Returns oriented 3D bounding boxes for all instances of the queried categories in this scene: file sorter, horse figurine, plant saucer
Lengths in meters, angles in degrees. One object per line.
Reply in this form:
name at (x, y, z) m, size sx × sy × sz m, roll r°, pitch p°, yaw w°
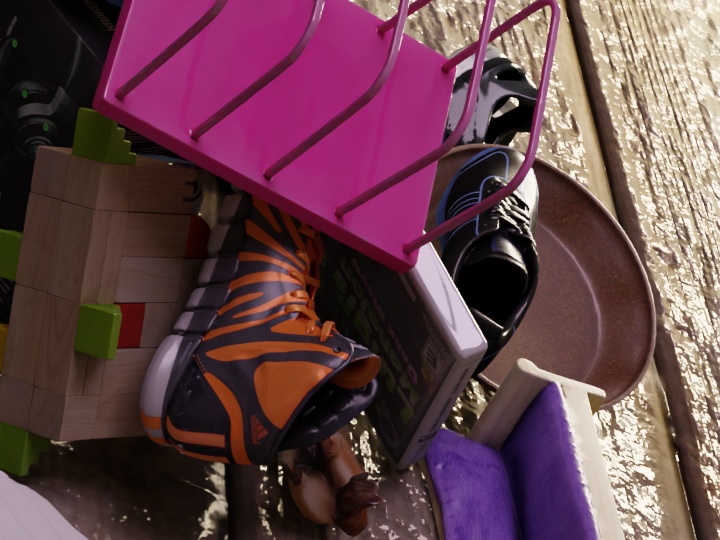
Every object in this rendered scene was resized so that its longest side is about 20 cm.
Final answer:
file sorter at (-0.010, -0.119, 1.190) m, size 0.200 × 0.125 × 0.139 m, roll 28°, pitch 56°, yaw -24°
horse figurine at (-0.030, 0.085, 1.317) m, size 0.050 × 0.133 × 0.200 m, roll -23°, pitch 47°, yaw -1°
plant saucer at (0.103, 0.011, 1.492) m, size 0.200 × 0.037 × 0.201 m, roll 17°, pitch 53°, yaw -24°

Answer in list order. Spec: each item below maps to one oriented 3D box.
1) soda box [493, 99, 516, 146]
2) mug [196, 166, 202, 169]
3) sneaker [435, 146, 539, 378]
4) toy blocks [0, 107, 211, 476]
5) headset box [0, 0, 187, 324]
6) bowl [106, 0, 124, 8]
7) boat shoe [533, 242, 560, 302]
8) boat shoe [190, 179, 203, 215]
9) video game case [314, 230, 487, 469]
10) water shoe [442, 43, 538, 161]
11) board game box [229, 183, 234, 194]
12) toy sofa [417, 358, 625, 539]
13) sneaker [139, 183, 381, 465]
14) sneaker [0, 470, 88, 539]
soda box at (0.021, -0.105, 1.641) m, size 0.200 × 0.063 × 0.071 m, roll -6°, pitch 47°, yaw -43°
mug at (-0.090, -0.149, 1.464) m, size 0.200 × 0.133 × 0.178 m, roll 40°, pitch -14°, yaw 45°
sneaker at (0.084, -0.012, 1.415) m, size 0.070 × 0.078 × 0.200 m, roll 31°, pitch 48°, yaw -14°
toy blocks at (-0.125, 0.012, 1.261) m, size 0.100 × 0.200 × 0.137 m, roll 15°, pitch 9°, yaw 36°
headset box at (-0.184, -0.100, 1.342) m, size 0.093 × 0.200 × 0.174 m, roll -10°, pitch 49°, yaw -45°
bowl at (-0.123, -0.206, 1.313) m, size 0.201 × 0.039 × 0.201 m, roll 24°, pitch 29°, yaw -14°
boat shoe at (0.044, 0.019, 1.511) m, size 0.200 × 0.057 × 0.067 m, roll -4°, pitch 64°, yaw -36°
boat shoe at (-0.184, -0.100, 1.467) m, size 0.200 × 0.064 × 0.071 m, roll 31°, pitch 32°, yaw 1°
video game case at (0.000, 0.000, 1.344) m, size 0.023 × 0.182 × 0.200 m, roll -23°, pitch 72°, yaw -20°
water shoe at (0.046, -0.079, 1.546) m, size 0.079 × 0.072 × 0.200 m, roll 37°, pitch 66°, yaw 23°
board game box at (-0.059, -0.099, 1.510) m, size 0.023 × 0.105 × 0.200 m, roll 4°, pitch 48°, yaw -34°
toy sofa at (0.102, 0.147, 1.344) m, size 0.098 × 0.083 × 0.200 m, roll 18°, pitch 34°, yaw -20°
sneaker at (-0.031, 0.020, 1.239) m, size 0.112 × 0.078 × 0.200 m, roll 13°, pitch 70°, yaw 25°
sneaker at (-0.207, 0.128, 1.150) m, size 0.200 × 0.075 × 0.087 m, roll 37°, pitch 20°, yaw -2°
